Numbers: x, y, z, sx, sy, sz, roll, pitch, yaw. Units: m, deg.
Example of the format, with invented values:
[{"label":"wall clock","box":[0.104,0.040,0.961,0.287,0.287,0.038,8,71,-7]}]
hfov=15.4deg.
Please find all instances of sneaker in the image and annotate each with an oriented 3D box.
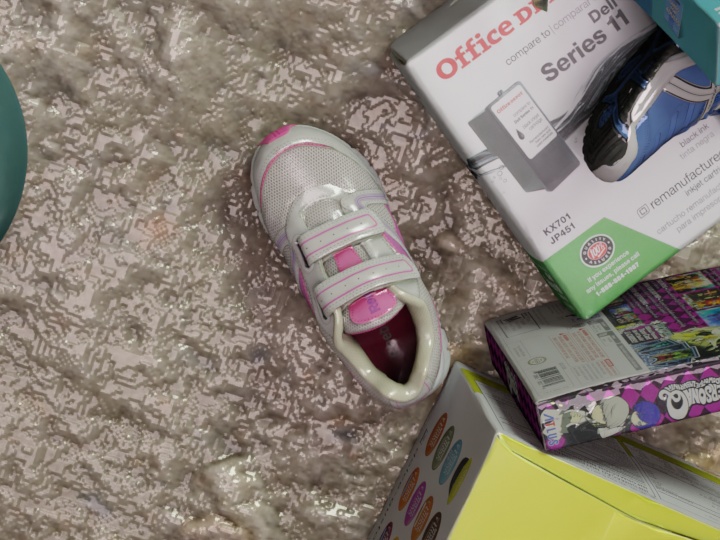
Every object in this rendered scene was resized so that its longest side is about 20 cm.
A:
[{"label":"sneaker","box":[0.000,0.000,1.648,0.081,0.088,0.201,-32,102,1]},{"label":"sneaker","box":[0.208,-0.118,1.571,0.077,0.076,0.200,47,69,-9]}]

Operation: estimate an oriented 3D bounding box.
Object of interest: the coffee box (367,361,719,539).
[{"label":"coffee box","box":[0.116,0.201,1.642,0.199,0.198,0.201,24,98,-10]}]

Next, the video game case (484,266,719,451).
[{"label":"video game case","box":[0.178,0.048,1.620,0.180,0.200,0.036,-13,104,-4]}]

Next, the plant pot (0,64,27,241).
[{"label":"plant pot","box":[-0.299,-0.057,1.570,0.199,0.161,0.202,-1,101,-5]}]

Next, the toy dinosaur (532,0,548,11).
[{"label":"toy dinosaur","box":[0.105,-0.257,1.517,0.088,0.047,0.201,21,99,-5]}]

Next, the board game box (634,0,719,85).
[{"label":"board game box","box":[0.216,-0.206,1.551,0.150,0.200,0.047,-23,138,-17]}]

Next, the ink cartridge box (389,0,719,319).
[{"label":"ink cartridge box","box":[0.132,-0.095,1.646,0.146,0.083,0.200,-37,101,1]}]
